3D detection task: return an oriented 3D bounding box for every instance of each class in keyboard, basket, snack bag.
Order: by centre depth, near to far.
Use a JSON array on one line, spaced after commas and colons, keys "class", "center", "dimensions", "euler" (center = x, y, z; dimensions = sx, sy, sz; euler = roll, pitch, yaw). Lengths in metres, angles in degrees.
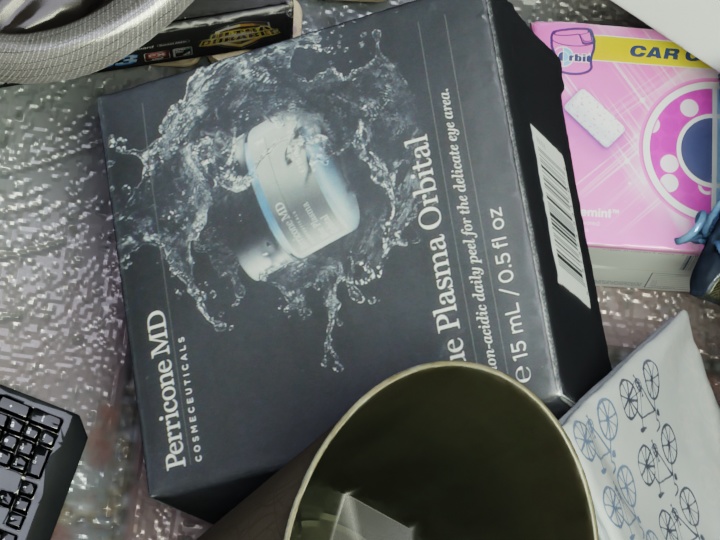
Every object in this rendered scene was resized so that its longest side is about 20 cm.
[{"class": "basket", "center": [-0.008, 0.147, 1.089], "dimensions": [0.135, 0.200, 0.182], "euler": [22, 66, -18]}, {"class": "snack bag", "center": [0.147, 0.133, 1.143], "dimensions": [0.021, 0.188, 0.201], "euler": [-18, 96, 26]}, {"class": "keyboard", "center": [-0.206, 0.141, 1.208], "dimensions": [0.103, 0.040, 0.201], "euler": [19, 70, 2]}]

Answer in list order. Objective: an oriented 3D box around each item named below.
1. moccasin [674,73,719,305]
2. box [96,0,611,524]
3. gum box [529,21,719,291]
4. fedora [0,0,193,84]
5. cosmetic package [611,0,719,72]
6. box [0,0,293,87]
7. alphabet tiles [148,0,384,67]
[{"class": "moccasin", "center": [0.179, 0.003, 1.190], "dimensions": [0.068, 0.080, 0.202], "euler": [-13, 73, 23]}, {"class": "box", "center": [0.000, 0.000, 1.195], "dimensions": [0.199, 0.117, 0.198], "euler": [-15, 71, 17]}, {"class": "gum box", "center": [0.177, -0.052, 1.284], "dimensions": [0.198, 0.066, 0.114], "euler": [4, 73, -3]}, {"class": "fedora", "center": [-0.138, -0.172, 1.229], "dimensions": [0.177, 0.090, 0.200], "euler": [38, 83, 11]}, {"class": "cosmetic package", "center": [0.184, -0.234, 1.258], "dimensions": [0.166, 0.168, 0.200], "euler": [34, 43, 7]}, {"class": "box", "center": [-0.144, -0.197, 1.309], "dimensions": [0.197, 0.050, 0.201], "euler": [-9, 73, -3]}, {"class": "alphabet tiles", "center": [-0.076, -0.198, 1.343], "dimensions": [0.194, 0.015, 0.202], "euler": [2, 71, 0]}]
